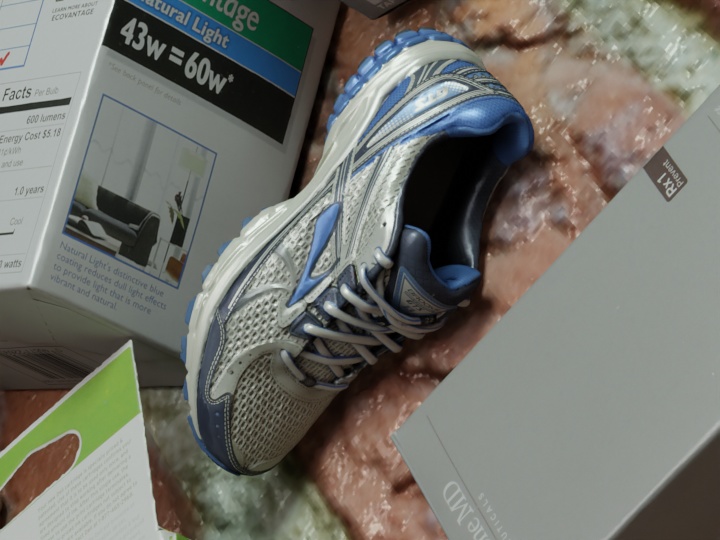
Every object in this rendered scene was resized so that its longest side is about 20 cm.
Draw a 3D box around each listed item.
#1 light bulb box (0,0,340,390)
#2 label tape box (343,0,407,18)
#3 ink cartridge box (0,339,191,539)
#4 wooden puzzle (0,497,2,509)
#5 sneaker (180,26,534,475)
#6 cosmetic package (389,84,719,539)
[{"bbox_3d":[-0.134,-0.059,1.083,0.198,0.124,0.201,-3,66,47],"label":"light bulb box"},{"bbox_3d":[-0.041,-0.219,0.998,0.063,0.199,0.145,-25,52,37],"label":"label tape box"},{"bbox_3d":[-0.101,0.153,0.969,0.148,0.076,0.201,-40,43,26],"label":"ink cartridge box"},{"bbox_3d":[-0.271,0.170,1.176,0.185,0.037,0.201,26,89,51],"label":"wooden puzzle"},{"bbox_3d":[0.000,0.000,0.945,0.085,0.077,0.201,35,96,46],"label":"sneaker"},{"bbox_3d":[0.115,0.034,0.789,0.200,0.090,0.107,-47,45,14],"label":"cosmetic package"}]
